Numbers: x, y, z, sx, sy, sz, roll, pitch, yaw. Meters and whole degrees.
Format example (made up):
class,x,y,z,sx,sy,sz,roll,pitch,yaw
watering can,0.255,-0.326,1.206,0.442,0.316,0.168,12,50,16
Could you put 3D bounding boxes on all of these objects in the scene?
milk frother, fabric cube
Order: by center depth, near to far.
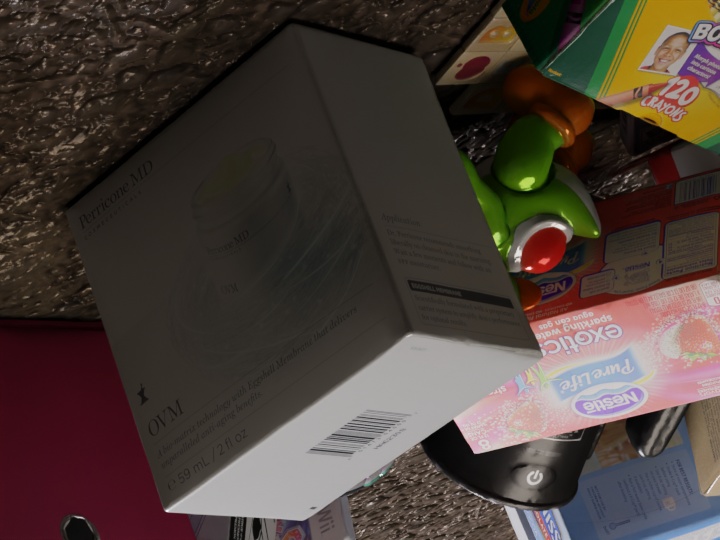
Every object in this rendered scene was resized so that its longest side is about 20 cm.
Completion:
class,x,y,z,sx,sy,sz,roll,pitch,yaw
fabric cube,-0.242,0.161,1.564,0.196,0.200,0.200,3,147,-45
milk frother,0.128,0.031,1.722,0.180,0.200,0.189,2,122,-37

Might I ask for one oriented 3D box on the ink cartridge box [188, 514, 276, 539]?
class,x,y,z,sx,sy,sz,roll,pitch,yaw
ink cartridge box,-0.086,0.132,1.645,0.044,0.201,0.094,-1,163,16

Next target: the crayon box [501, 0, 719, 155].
class,x,y,z,sx,sy,sz,roll,pitch,yaw
crayon box,0.190,-0.141,1.409,0.200,0.058,0.119,18,125,-44

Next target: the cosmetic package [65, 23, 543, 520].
class,x,y,z,sx,sy,sz,roll,pitch,yaw
cosmetic package,-0.037,0.005,1.402,0.199,0.200,0.123,-37,150,31

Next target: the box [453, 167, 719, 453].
class,x,y,z,sx,sy,sz,roll,pitch,yaw
box,0.144,0.026,1.522,0.199,0.103,0.095,-16,126,22

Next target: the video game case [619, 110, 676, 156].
class,x,y,z,sx,sy,sz,roll,pitch,yaw
video game case,0.252,-0.151,1.538,0.199,0.023,0.182,-23,158,-3

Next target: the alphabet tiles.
class,x,y,z,sx,sy,sz,roll,pitch,yaw
alphabet tiles,0.145,-0.142,1.493,0.199,0.006,0.166,-5,152,-37

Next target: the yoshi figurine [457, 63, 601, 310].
class,x,y,z,sx,sy,sz,roll,pitch,yaw
yoshi figurine,0.059,-0.022,1.477,0.112,0.200,0.112,37,157,-23

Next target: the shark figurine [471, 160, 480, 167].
class,x,y,z,sx,sy,sz,roll,pitch,yaw
shark figurine,-0.020,0.010,1.541,0.214,0.090,0.128,-44,148,19

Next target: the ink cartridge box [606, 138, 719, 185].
class,x,y,z,sx,sy,sz,roll,pitch,yaw
ink cartridge box,0.265,-0.072,1.563,0.116,0.067,0.200,-25,-177,-42

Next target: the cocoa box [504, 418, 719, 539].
class,x,y,z,sx,sy,sz,roll,pitch,yaw
cocoa box,0.176,0.134,1.884,0.133,0.200,0.131,-16,156,-13

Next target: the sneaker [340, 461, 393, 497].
class,x,y,z,sx,sy,sz,roll,pitch,yaw
sneaker,0.004,0.068,1.566,0.200,0.074,0.088,-36,130,-49

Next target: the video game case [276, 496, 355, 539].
class,x,y,z,sx,sy,sz,roll,pitch,yaw
video game case,-0.102,0.192,1.846,0.200,0.143,0.018,-27,129,12

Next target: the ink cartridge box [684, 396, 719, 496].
class,x,y,z,sx,sy,sz,roll,pitch,yaw
ink cartridge box,0.276,0.033,1.741,0.075,0.201,0.165,-2,153,-15
